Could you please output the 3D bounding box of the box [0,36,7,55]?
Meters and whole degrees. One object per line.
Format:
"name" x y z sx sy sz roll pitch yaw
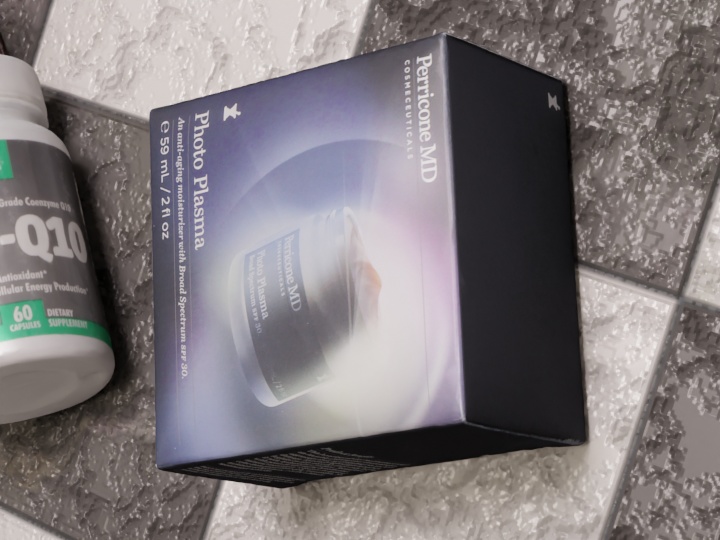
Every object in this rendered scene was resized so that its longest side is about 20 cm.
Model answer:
"box" -0.353 -0.164 1.488 0.200 0.164 0.166 -27 64 8

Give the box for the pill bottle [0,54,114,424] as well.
"pill bottle" -0.219 -0.019 1.425 0.113 0.113 0.201 -28 66 30

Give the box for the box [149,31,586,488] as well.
"box" 0.000 0.000 1.252 0.198 0.123 0.201 -12 75 33
